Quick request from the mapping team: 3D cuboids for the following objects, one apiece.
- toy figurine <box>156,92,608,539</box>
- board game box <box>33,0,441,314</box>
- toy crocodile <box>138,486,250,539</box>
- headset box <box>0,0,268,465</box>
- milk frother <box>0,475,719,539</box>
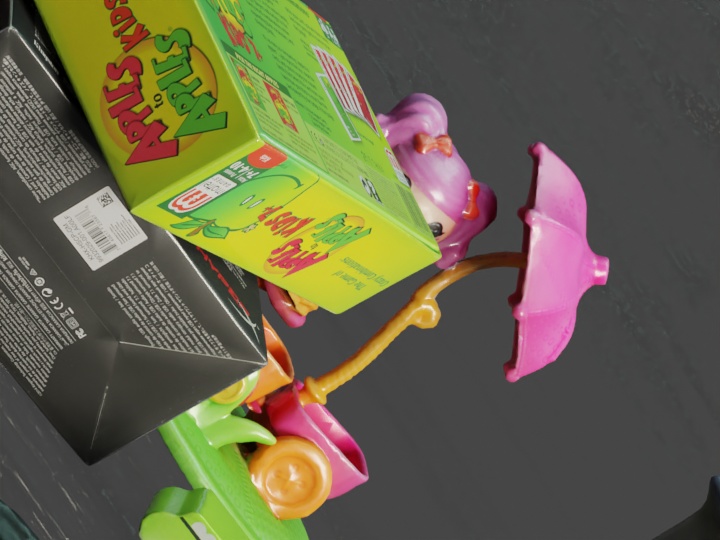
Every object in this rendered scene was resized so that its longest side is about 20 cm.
[{"bbox_3d":[0.000,0.000,1.077,0.200,0.184,0.150,56,6,-16],"label":"toy figurine"},{"bbox_3d":[-0.040,-0.054,0.903,0.102,0.048,0.200,64,11,17],"label":"board game box"},{"bbox_3d":[-0.009,0.154,0.871,0.200,0.062,0.068,52,7,-10],"label":"toy crocodile"},{"bbox_3d":[-0.106,-0.055,0.930,0.149,0.077,0.200,54,11,-30],"label":"headset box"},{"bbox_3d":[-0.002,0.096,0.551,0.200,0.188,0.181,56,5,-16],"label":"milk frother"}]
